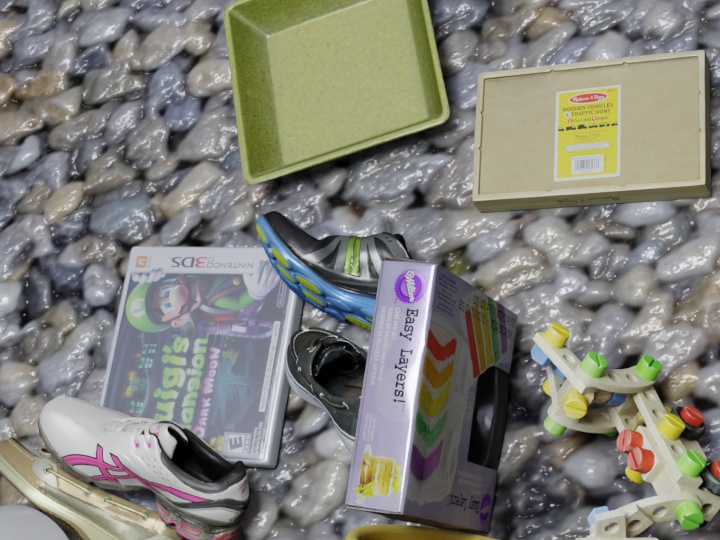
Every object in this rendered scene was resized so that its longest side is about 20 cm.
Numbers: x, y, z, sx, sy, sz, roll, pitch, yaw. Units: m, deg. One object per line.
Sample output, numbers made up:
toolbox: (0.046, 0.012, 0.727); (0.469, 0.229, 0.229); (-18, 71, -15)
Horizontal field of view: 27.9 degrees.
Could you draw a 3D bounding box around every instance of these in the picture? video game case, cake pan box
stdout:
video game case: (-0.144, 0.074, 1.303); (0.182, 0.023, 0.200); (1, 70, 23)
cake pan box: (0.060, 0.102, 1.103); (0.052, 0.200, 0.184); (6, 78, 25)

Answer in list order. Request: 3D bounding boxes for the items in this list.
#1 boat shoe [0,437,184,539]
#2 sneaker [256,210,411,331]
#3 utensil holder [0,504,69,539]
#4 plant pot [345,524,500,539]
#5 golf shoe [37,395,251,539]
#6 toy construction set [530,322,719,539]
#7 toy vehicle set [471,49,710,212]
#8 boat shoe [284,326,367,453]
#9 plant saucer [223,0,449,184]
boat shoe: (-0.240, 0.198, 1.270); (0.201, 0.073, 0.063); (30, 76, 27)
sneaker: (0.000, 0.000, 1.243); (0.200, 0.071, 0.083); (25, 69, 16)
utensil holder: (-0.348, 0.284, 1.181); (0.170, 0.200, 0.170); (0, 90, 32)
plant pot: (0.070, 0.297, 1.038); (0.201, 0.201, 0.189); (12, 91, 26)
golf shoe: (-0.180, 0.149, 1.222); (0.200, 0.092, 0.073); (26, 37, 10)
toy construction set: (0.197, 0.134, 1.069); (0.092, 0.131, 0.200); (-52, 30, 40)
toy vehicle set: (0.195, -0.117, 1.232); (0.200, 0.027, 0.124); (-3, 69, 22)
boat shoe: (-0.016, 0.083, 1.177); (0.069, 0.057, 0.200); (-24, 27, -13)
plant saucer: (-0.019, -0.184, 1.337); (0.200, 0.048, 0.200); (-17, 64, 16)
